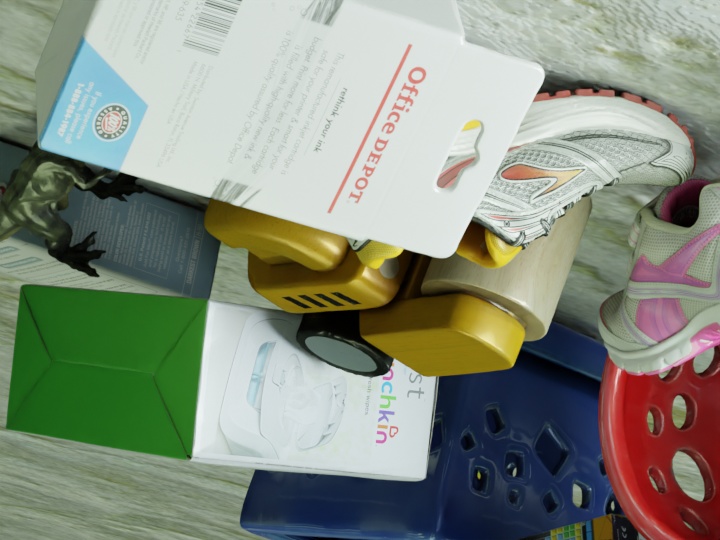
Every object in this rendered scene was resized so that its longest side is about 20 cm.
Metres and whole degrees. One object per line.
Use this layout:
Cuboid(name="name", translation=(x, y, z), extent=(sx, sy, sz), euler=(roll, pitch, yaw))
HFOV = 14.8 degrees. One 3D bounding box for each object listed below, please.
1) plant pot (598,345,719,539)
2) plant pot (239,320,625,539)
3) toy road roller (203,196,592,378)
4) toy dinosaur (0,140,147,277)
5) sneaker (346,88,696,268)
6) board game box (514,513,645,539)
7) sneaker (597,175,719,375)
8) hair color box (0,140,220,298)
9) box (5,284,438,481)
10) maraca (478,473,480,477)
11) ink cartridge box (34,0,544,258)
Cuboid(name="plant pot", translation=(0.262, 0.085, 1.571), extent=(0.200, 0.201, 0.182), euler=(0, 169, 39))
Cuboid(name="plant pot", translation=(0.064, 0.118, 1.893), extent=(0.200, 0.180, 0.200), euler=(22, 162, -40))
Cuboid(name="toy road roller", translation=(0.010, -0.026, 1.484), extent=(0.146, 0.123, 0.200), euler=(33, 158, -31))
Cuboid(name="toy dinosaur", translation=(-0.182, -0.038, 1.654), extent=(0.088, 0.048, 0.200), euler=(12, 136, -38))
Cuboid(name="sneaker", translation=(0.075, -0.041, 1.377), extent=(0.200, 0.082, 0.078), euler=(-7, 170, -21))
Cuboid(name="board game box", translation=(0.109, 0.266, 1.714), extent=(0.165, 0.200, 0.057), euler=(-19, 152, 32))
Cuboid(name="sneaker", translation=(0.180, -0.005, 1.451), extent=(0.081, 0.088, 0.200), euler=(-25, 179, -27))
Cuboid(name="hair color box", translation=(-0.198, -0.029, 1.759), extent=(0.200, 0.061, 0.099), euler=(19, 164, -31))
Cuboid(name="box", translation=(-0.083, 0.068, 1.649), extent=(0.176, 0.097, 0.200), euler=(7, 178, -38))
Cuboid(name="maraca", translation=(0.047, 0.156, 2.219), extent=(0.137, 0.107, 0.200), euler=(19, 166, 0))
Cuboid(name="ink cartridge box", translation=(-0.033, -0.089, 1.236), extent=(0.200, 0.067, 0.116), euler=(16, 121, -19))
